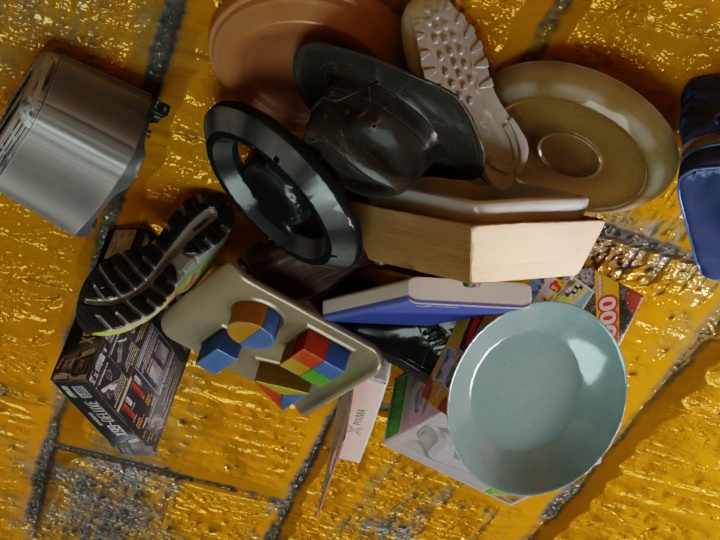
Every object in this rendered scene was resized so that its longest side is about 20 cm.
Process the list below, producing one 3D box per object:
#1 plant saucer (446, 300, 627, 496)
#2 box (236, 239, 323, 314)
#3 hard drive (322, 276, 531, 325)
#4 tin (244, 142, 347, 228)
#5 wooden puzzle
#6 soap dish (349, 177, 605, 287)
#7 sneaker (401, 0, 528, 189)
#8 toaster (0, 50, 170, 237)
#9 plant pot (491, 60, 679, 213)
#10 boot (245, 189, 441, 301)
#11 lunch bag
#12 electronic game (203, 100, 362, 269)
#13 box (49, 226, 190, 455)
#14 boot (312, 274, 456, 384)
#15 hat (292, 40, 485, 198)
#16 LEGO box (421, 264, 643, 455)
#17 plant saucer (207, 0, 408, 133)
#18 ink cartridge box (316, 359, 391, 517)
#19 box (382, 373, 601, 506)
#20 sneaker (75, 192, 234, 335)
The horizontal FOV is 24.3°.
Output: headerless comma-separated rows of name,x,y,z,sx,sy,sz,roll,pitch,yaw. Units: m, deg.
plant saucer,0.172,0.125,1.675,0.200,0.202,0.039,27,-178,-24
box,-0.111,0.062,1.860,0.121,0.032,0.200,49,148,9
hard drive,0.062,0.032,1.645,0.131,0.026,0.200,3,172,-24
tin,-0.027,-0.075,1.703,0.199,0.042,0.112,16,149,-10
wooden puzzle,-0.100,0.084,1.770,0.199,0.047,0.185,33,145,-17
soap dish,0.105,-0.039,1.563,0.156,0.082,0.199,-4,-170,-34
sneaker,0.077,-0.158,1.515,0.080,0.076,0.201,16,140,51
toaster,-0.282,-0.127,1.624,0.129,0.114,0.200,26,144,-19
plant pot,0.197,-0.115,1.557,0.199,0.028,0.201,20,150,12
boot,0.000,0.000,1.720,0.186,0.065,0.200,34,139,-21
lunch bag,0.362,-0.081,1.516,0.135,0.133,0.200,-5,143,20
electronic game,-0.075,-0.080,1.586,0.200,0.042,0.200,38,157,19
box,-0.249,0.077,1.828,0.049,0.201,0.158,-1,145,26
boot,0.066,0.038,1.806,0.210,0.080,0.158,26,143,-27
hat,0.010,-0.114,1.484,0.200,0.081,0.201,27,157,12
LEGO box,0.178,0.078,1.730,0.148,0.201,0.077,25,-178,-24
plant saucer,-0.046,-0.189,1.544,0.198,0.038,0.201,6,145,4
ink cartridge box,-0.004,0.171,1.929,0.043,0.175,0.200,12,146,-3
box,0.160,0.175,1.967,0.199,0.097,0.176,28,144,-23
sneaker,-0.211,0.007,1.757,0.078,0.200,0.090,49,164,13
